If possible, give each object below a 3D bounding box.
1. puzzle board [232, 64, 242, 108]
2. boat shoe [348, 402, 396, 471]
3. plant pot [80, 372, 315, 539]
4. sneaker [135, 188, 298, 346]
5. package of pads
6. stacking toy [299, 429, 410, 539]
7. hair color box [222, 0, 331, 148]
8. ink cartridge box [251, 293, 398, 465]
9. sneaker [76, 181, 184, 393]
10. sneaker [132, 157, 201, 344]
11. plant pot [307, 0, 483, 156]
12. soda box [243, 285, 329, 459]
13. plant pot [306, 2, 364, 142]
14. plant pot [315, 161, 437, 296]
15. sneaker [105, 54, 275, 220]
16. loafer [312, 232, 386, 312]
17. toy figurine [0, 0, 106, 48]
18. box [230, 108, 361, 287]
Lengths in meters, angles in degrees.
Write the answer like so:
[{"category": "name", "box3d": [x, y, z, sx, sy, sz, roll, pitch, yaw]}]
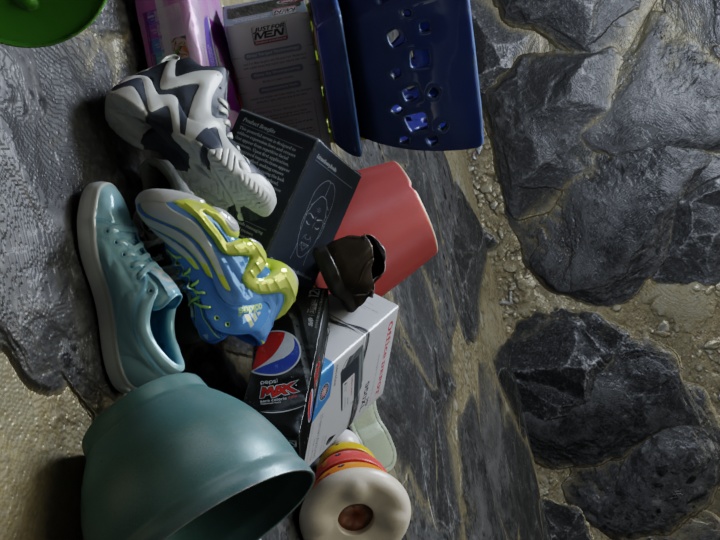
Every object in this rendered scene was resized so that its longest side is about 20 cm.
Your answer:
[{"category": "puzzle board", "box3d": [-0.161, -0.204, 1.366, 0.151, 0.017, 0.202, -60, 135, -66]}, {"category": "boat shoe", "box3d": [-0.009, 0.206, 1.510, 0.071, 0.060, 0.203, -13, 80, -29]}, {"category": "plant pot", "box3d": [-0.156, 0.175, 0.867, 0.135, 0.200, 0.200, 55, 9, 21]}, {"category": "sneaker", "box3d": [-0.144, 0.007, 0.978, 0.199, 0.075, 0.106, 35, 63, -33]}, {"category": "package of pads", "box3d": [-0.196, -0.238, 1.172, 0.120, 0.075, 0.202, -9, 88, -75]}, {"category": "stacking toy", "box3d": [-0.019, 0.282, 1.370, 0.200, 0.145, 0.147, -112, -179, -65]}, {"category": "hair color box", "box3d": [-0.098, -0.224, 1.229, 0.061, 0.098, 0.202, -104, -176, -52]}, {"category": "ink cartridge box", "box3d": [-0.045, 0.124, 1.209, 0.200, 0.084, 0.146, -38, 145, -49]}, {"category": "sneaker", "box3d": [-0.206, 0.010, 0.957, 0.074, 0.081, 0.202, -18, 95, -74]}, {"category": "sneaker", "box3d": [-0.198, -0.023, 1.043, 0.088, 0.074, 0.202, 29, 43, -57]}, {"category": "plant pot", "box3d": [0.037, -0.255, 1.212, 0.201, 0.178, 0.202, -102, -178, -59]}, {"category": "soda box", "box3d": [-0.075, 0.107, 1.041, 0.201, 0.063, 0.071, -81, 173, -46]}, {"category": "plant pot", "box3d": [-0.060, -0.275, 1.418, 0.200, 0.179, 0.201, -100, 174, -74]}, {"category": "plant pot", "box3d": [-0.002, -0.049, 1.393, 0.202, 0.176, 0.200, 63, -4, 9]}, {"category": "sneaker", "box3d": [-0.147, -0.149, 1.042, 0.130, 0.198, 0.080, -53, 172, -36]}, {"category": "loafer", "box3d": [0.000, 0.000, 1.138, 0.200, 0.071, 0.074, 27, 38, -84]}, {"category": "toy figurine", "box3d": [-0.301, -0.314, 0.865, 0.199, 0.150, 0.185, 36, 24, -30]}, {"category": "box", "box3d": [-0.103, -0.054, 1.146, 0.202, 0.106, 0.148, -65, 158, -2]}]
